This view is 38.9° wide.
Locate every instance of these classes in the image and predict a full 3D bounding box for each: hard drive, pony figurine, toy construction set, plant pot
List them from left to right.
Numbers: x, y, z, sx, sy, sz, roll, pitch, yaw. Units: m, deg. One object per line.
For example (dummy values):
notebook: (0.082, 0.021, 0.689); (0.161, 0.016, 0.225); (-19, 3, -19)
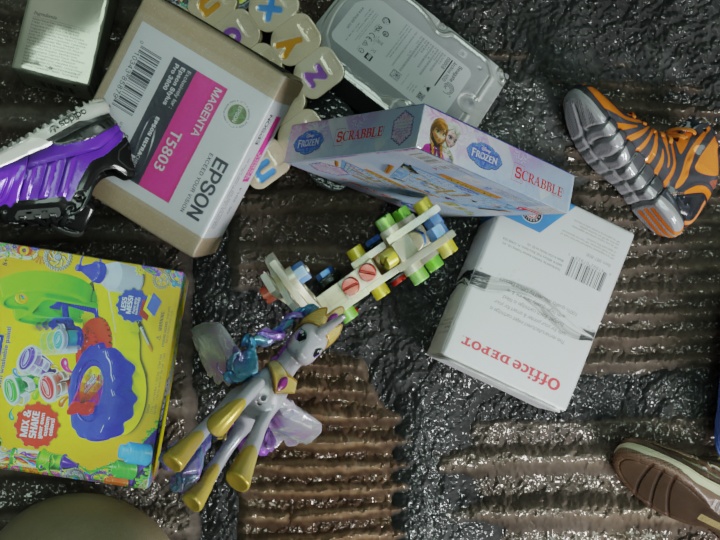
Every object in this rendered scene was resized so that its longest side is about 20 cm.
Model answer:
plant pot: (-0.237, 0.303, 0.924); (0.198, 0.134, 0.203); (9, 73, -32)
pony figurine: (-0.102, 0.125, 0.953); (0.166, 0.193, 0.200); (44, 52, -8)
toy construction set: (0.000, 0.000, 1.013); (0.198, 0.131, 0.093); (-20, 92, 3)
hard drive: (0.045, -0.213, 1.069); (0.199, 0.038, 0.140); (38, 62, -5)

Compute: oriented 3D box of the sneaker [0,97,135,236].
sneaker: (-0.291, -0.067, 0.922); (0.199, 0.069, 0.100); (-34, 98, -16)

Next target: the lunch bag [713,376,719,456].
lunch bag: (0.461, 0.118, 1.093); (0.159, 0.082, 0.203); (8, 84, -20)

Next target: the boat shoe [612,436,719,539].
boat shoe: (0.366, 0.231, 1.098); (0.201, 0.075, 0.075); (32, 47, 2)

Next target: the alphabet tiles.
alphabet tiles: (-0.122, -0.189, 1.029); (0.195, 0.015, 0.201); (-35, 91, 11)

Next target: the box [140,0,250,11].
box: (-0.137, -0.324, 1.073); (0.199, 0.035, 0.110); (-39, 92, -9)

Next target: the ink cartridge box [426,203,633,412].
ink cartridge box: (0.175, 0.027, 1.067); (0.143, 0.084, 0.202); (25, 82, -5)

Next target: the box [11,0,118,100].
box: (-0.287, -0.282, 1.031); (0.081, 0.068, 0.203); (13, 84, -7)

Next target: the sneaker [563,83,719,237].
sneaker: (0.311, -0.143, 1.112); (0.112, 0.077, 0.200); (-44, 104, -13)

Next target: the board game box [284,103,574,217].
board game box: (0.063, -0.097, 0.966); (0.199, 0.198, 0.042); (18, 80, -38)

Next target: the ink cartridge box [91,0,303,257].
ink cartridge box: (-0.176, -0.140, 0.998); (0.164, 0.075, 0.201); (30, 99, 5)

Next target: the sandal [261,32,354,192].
sandal: (-0.057, -0.172, 1.072); (0.075, 0.048, 0.202); (-27, 79, -8)

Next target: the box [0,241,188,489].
box: (-0.276, 0.089, 0.978); (0.190, 0.122, 0.203); (9, 84, -7)
